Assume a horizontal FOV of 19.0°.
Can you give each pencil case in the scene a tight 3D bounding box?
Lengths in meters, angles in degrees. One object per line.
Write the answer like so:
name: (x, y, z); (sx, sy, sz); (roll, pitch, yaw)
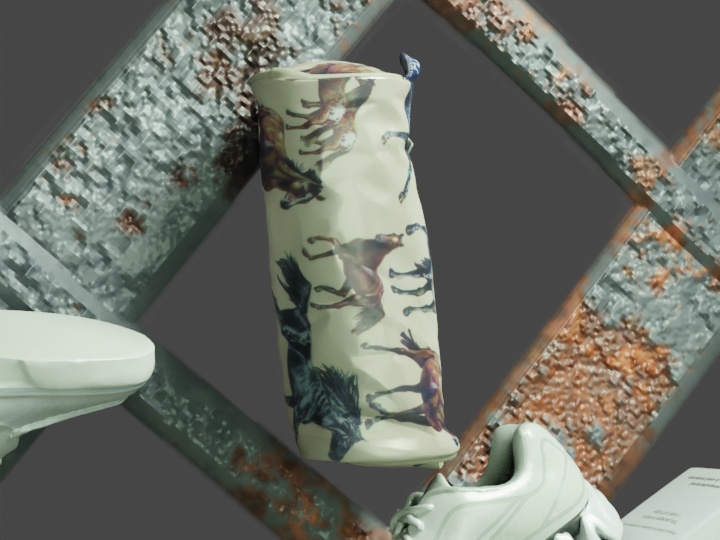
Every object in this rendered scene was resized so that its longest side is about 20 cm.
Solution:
pencil case: (0.000, 0.000, 1.023); (0.089, 0.078, 0.201); (-7, 90, -46)

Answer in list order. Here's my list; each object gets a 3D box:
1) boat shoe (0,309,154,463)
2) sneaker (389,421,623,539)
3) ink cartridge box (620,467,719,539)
boat shoe: (-0.191, 0.063, 0.966); (0.199, 0.072, 0.069); (-7, 111, -25)
sneaker: (0.032, 0.149, 1.028); (0.200, 0.075, 0.081); (-37, 105, -24)
ink cartridge box: (0.142, 0.213, 1.056); (0.200, 0.084, 0.145); (-34, 98, -16)
